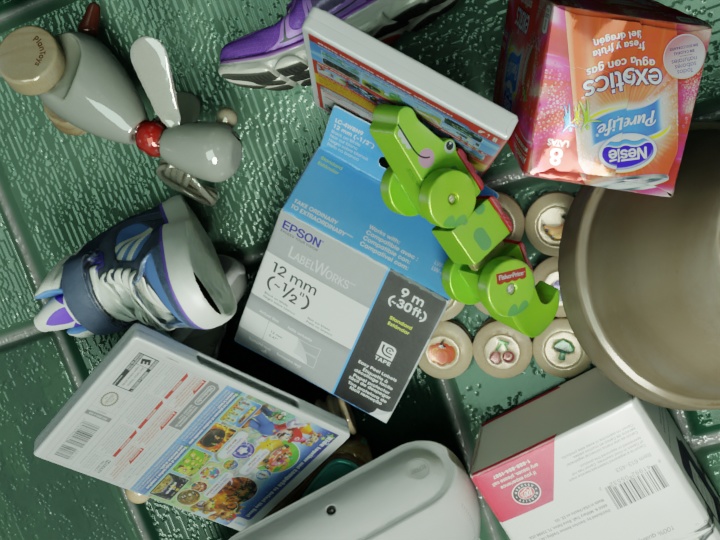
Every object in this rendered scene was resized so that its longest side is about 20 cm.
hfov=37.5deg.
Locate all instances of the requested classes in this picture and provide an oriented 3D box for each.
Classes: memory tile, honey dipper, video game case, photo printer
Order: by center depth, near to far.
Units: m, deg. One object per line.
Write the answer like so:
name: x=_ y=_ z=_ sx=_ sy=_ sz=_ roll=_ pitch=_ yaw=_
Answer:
video game case: x=0.029 y=-0.110 z=0.725 sx=0.141 sy=0.200 sz=0.018 roll=29 pitch=86 yaw=2
video game case: x=-0.126 y=0.128 z=0.809 sx=0.198 sy=0.018 sz=0.143 roll=29 pitch=119 yaw=-31
memory tile: x=0.133 y=0.013 z=0.833 sx=0.196 sy=0.017 sz=0.156 roll=-2 pitch=107 yaw=13
photo printer: x=0.005 y=0.224 z=0.838 sx=0.197 sy=0.070 sz=0.168 roll=-26 pitch=141 yaw=-11
honey dipper: x=-0.100 y=0.149 z=0.869 sx=0.197 sy=0.038 sz=0.039 roll=-20 pitch=103 yaw=4

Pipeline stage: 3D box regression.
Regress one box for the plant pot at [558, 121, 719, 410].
plant pot: x=0.244 y=-0.008 z=0.681 sx=0.196 sy=0.174 sz=0.204 roll=0 pitch=86 yaw=-5

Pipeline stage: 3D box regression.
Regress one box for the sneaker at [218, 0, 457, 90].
sneaker: x=-0.018 y=-0.196 z=0.780 sx=0.197 sy=0.081 sz=0.085 roll=-25 pitch=84 yaw=11

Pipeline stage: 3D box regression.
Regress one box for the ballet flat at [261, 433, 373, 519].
ballet flat: x=-0.052 y=0.210 z=0.904 sx=0.067 sy=0.072 sz=0.201 roll=36 pitch=112 yaw=-2

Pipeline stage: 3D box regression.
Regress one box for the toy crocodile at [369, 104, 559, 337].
toy crocodile: x=0.072 y=-0.031 z=0.716 sx=0.062 sy=0.067 sz=0.201 roll=-42 pitch=112 yaw=-15

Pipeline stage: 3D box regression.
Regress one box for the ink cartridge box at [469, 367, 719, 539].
ink cartridge box: x=0.199 y=0.191 z=0.831 sx=0.143 sy=0.085 sz=0.202 roll=-29 pitch=103 yaw=22

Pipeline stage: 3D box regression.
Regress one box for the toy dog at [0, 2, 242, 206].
toy dog: x=-0.171 y=-0.141 z=0.809 sx=0.197 sy=0.132 sz=0.098 roll=27 pitch=79 yaw=-5

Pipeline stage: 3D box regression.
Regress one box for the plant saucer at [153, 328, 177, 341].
plant saucer: x=-0.119 y=0.120 z=0.874 sx=0.070 sy=0.019 sz=0.200 roll=-40 pitch=123 yaw=12

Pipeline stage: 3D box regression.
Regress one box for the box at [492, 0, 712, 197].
box: x=0.144 y=-0.126 z=0.683 sx=0.093 sy=0.201 sz=0.102 roll=7 pitch=110 yaw=-1

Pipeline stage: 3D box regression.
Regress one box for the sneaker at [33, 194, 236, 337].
sneaker: x=-0.177 y=0.022 z=0.794 sx=0.145 sy=0.200 sz=0.081 roll=-32 pitch=114 yaw=-1

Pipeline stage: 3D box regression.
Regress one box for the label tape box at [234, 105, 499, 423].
label tape box: x=0.000 y=0.000 z=0.805 sx=0.142 sy=0.066 sz=0.202 roll=28 pitch=128 yaw=5

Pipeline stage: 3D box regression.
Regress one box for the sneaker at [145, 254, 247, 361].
sneaker: x=-0.146 y=0.074 z=0.895 sx=0.081 sy=0.075 sz=0.201 roll=26 pitch=112 yaw=-27
